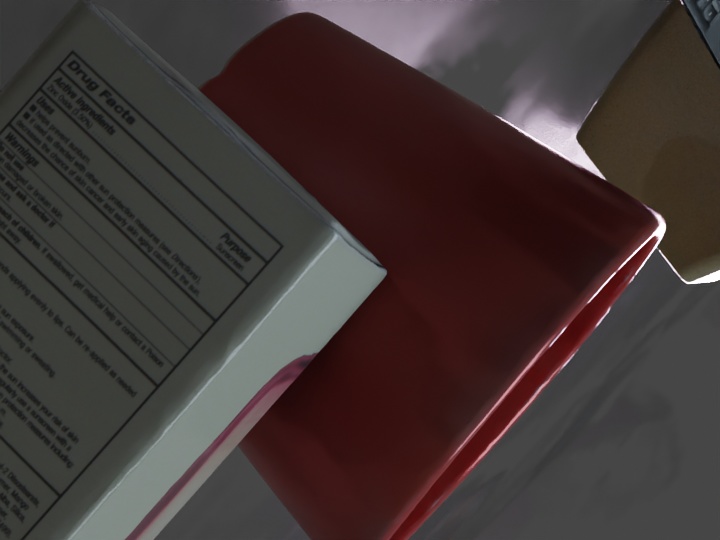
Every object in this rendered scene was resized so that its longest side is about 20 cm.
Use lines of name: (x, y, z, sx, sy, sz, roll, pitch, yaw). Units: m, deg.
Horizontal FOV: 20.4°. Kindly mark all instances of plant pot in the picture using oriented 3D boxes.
plant pot: (0.273, -0.098, 1.458, 0.177, 0.200, 0.200, -38, 169, 15)
plant pot: (0.000, 0.000, 0.848, 0.201, 0.177, 0.201, -47, 170, -10)

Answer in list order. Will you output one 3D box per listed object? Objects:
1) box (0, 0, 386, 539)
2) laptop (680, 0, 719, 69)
box: (-0.106, 0.027, 0.720, 0.200, 0.128, 0.109, -48, 167, 1)
laptop: (0.281, -0.227, 1.246, 0.177, 0.103, 0.200, -46, 134, -5)
